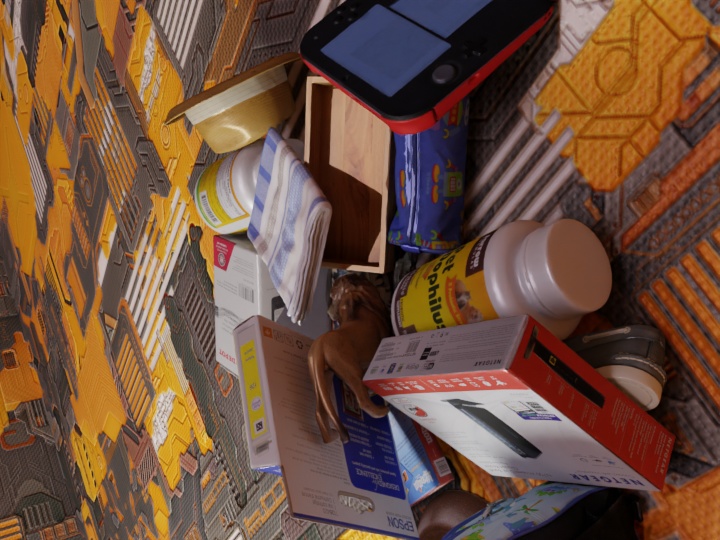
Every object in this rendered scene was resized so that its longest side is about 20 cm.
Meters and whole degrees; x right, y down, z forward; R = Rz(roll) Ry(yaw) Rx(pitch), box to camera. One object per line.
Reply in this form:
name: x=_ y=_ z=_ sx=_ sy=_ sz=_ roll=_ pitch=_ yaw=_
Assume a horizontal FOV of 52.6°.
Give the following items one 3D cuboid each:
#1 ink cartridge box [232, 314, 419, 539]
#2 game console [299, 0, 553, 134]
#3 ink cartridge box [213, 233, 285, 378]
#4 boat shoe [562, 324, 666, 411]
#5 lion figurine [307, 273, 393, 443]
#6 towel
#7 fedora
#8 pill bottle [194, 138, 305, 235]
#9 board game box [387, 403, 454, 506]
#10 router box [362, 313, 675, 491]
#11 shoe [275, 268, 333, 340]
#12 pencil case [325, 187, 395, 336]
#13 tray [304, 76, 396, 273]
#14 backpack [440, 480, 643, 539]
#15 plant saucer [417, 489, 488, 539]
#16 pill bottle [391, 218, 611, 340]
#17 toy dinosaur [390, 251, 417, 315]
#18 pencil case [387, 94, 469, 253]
ink cartridge box: x=-0.033 y=0.163 z=0.716 sx=0.047 sy=0.197 sz=0.201 roll=-30 pitch=51 yaw=24
game console: x=0.050 y=-0.222 z=0.677 sx=0.177 sy=0.031 sz=0.200 roll=-43 pitch=51 yaw=-2
ink cartridge box: x=-0.147 y=0.054 z=1.062 sx=0.145 sy=0.083 sz=0.201 roll=20 pitch=114 yaw=51
boat shoe: x=0.186 y=0.091 z=0.644 sx=0.200 sy=0.073 sz=0.062 roll=-27 pitch=32 yaw=60
lion figurine: x=-0.010 y=0.077 z=0.716 sx=0.072 sy=0.200 sz=0.123 roll=-19 pitch=98 yaw=15
towel: x=-0.085 y=-0.055 z=0.807 sx=0.200 sy=0.024 sz=0.148 roll=-124 pitch=41 yaw=-49
fedora: x=-0.149 y=-0.208 z=0.938 sx=0.200 sy=0.200 sz=0.082 roll=-4 pitch=117 yaw=55
pill bottle: x=-0.137 y=-0.115 z=0.988 sx=0.200 sy=0.111 sz=0.112 roll=-9 pitch=90 yaw=54
board game box: x=0.050 y=0.211 z=0.828 sx=0.200 sy=0.019 sz=0.103 roll=112 pitch=138 yaw=-62
router box: x=0.126 y=0.116 z=0.620 sx=0.200 sy=0.179 sz=0.049 roll=-19 pitch=37 yaw=58
shoe: x=-0.061 y=0.073 z=0.890 sx=0.091 sy=0.071 sz=0.201 roll=78 pitch=-168 yaw=-45
pencil case: x=0.000 y=0.000 z=0.847 sx=0.089 sy=0.077 sz=0.201 roll=-159 pitch=63 yaw=-82
tray: x=-0.010 y=-0.102 z=0.780 sx=0.098 sy=0.037 sz=0.201 roll=6 pitch=99 yaw=21
backpack: x=0.141 y=0.288 z=0.613 sx=0.147 sy=0.199 sz=0.184 roll=-23 pitch=80 yaw=54
plant saucer: x=0.118 y=0.346 z=0.800 sx=0.200 sy=0.036 sz=0.202 roll=17 pitch=111 yaw=51
pill bottle: x=0.122 y=0.023 z=0.657 sx=0.200 sy=0.109 sz=0.110 roll=-29 pitch=74 yaw=53
toy dinosaur: x=0.062 y=0.081 z=0.774 sx=0.088 sy=0.047 sz=0.201 roll=66 pitch=-170 yaw=-76
pencil case: x=0.066 y=-0.114 z=0.726 sx=0.078 sy=0.087 sz=0.201 roll=10 pitch=108 yaw=34
